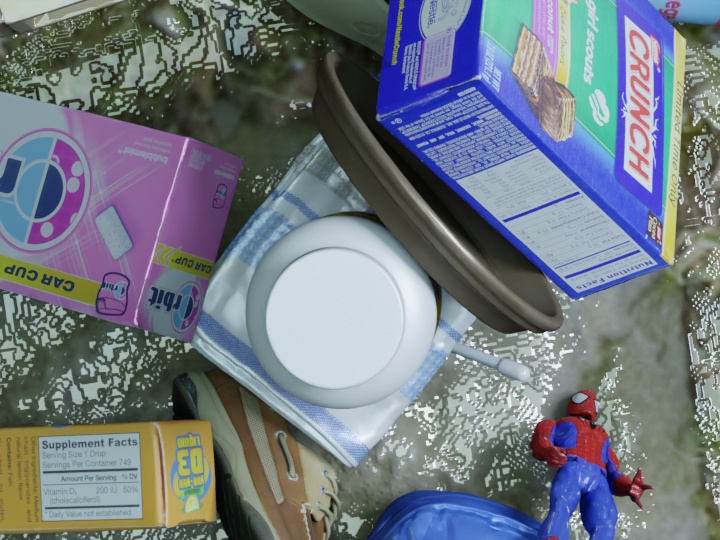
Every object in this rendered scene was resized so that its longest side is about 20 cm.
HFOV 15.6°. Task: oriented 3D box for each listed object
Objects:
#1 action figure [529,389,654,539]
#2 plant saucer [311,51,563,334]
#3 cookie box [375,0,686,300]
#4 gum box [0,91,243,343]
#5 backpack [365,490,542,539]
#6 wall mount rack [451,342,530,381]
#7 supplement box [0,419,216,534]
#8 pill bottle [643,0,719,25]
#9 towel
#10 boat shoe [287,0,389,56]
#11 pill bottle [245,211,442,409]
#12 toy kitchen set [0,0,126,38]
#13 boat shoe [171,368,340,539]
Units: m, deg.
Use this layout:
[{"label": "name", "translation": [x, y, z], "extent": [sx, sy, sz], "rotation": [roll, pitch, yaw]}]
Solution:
[{"label": "action figure", "translation": [0.132, 0.128, 1.553], "extent": [0.065, 0.200, 0.052], "rotation": [22, 116, -8]}, {"label": "plant saucer", "translation": [0.039, -0.038, 1.458], "extent": [0.029, 0.200, 0.200], "rotation": [-40, 90, 12]}, {"label": "cookie box", "translation": [0.102, -0.110, 1.497], "extent": [0.075, 0.200, 0.172], "rotation": [-18, 49, 33]}, {"label": "gum box", "translation": [-0.180, -0.038, 1.566], "extent": [0.199, 0.066, 0.114], "rotation": [15, 88, 30]}, {"label": "backpack", "translation": [0.060, 0.237, 1.558], "extent": [0.162, 0.168, 0.201], "rotation": [23, 85, -7]}, {"label": "wall mount rack", "translation": [0.037, -0.020, 1.606], "extent": [0.173, 0.075, 0.201], "rotation": [19, 90, -3]}, {"label": "supplement box", "translation": [-0.186, 0.123, 1.562], "extent": [0.199, 0.066, 0.069], "rotation": [-2, 88, 25]}, {"label": "pill bottle", "translation": [0.189, -0.205, 1.595], "extent": [0.199, 0.109, 0.109], "rotation": [4, 89, -1]}, {"label": "towel", "translation": [0.000, 0.000, 1.562], "extent": [0.147, 0.024, 0.200], "rotation": [39, 90, 0]}, {"label": "boat shoe", "translation": [0.016, -0.169, 1.570], "extent": [0.201, 0.074, 0.063], "rotation": [31, 70, -18]}, {"label": "pill bottle", "translation": [-0.008, 0.021, 1.447], "extent": [0.104, 0.200, 0.105], "rotation": [0, 93, 3]}, {"label": "toy kitchen set", "translation": [-0.240, -0.233, 1.490], "extent": [0.180, 0.163, 0.201], "rotation": [-17, 90, -1]}, {"label": "boat shoe", "translation": [-0.048, 0.133, 1.570], "extent": [0.074, 0.076, 0.200], "rotation": [-15, 56, -19]}]
